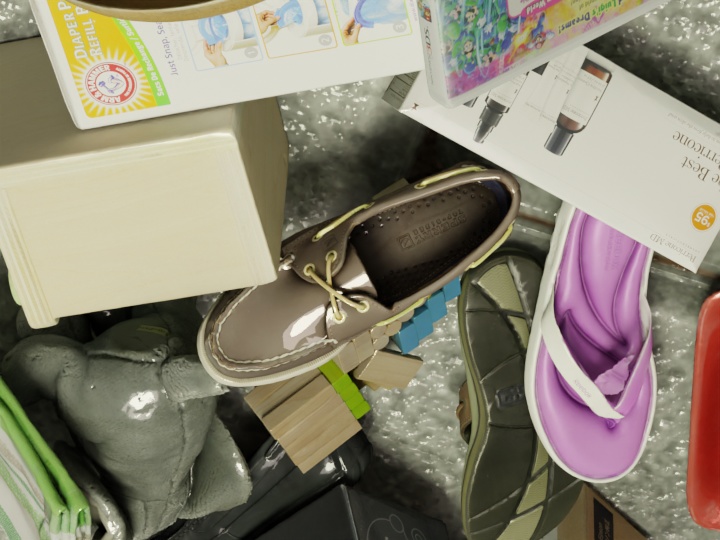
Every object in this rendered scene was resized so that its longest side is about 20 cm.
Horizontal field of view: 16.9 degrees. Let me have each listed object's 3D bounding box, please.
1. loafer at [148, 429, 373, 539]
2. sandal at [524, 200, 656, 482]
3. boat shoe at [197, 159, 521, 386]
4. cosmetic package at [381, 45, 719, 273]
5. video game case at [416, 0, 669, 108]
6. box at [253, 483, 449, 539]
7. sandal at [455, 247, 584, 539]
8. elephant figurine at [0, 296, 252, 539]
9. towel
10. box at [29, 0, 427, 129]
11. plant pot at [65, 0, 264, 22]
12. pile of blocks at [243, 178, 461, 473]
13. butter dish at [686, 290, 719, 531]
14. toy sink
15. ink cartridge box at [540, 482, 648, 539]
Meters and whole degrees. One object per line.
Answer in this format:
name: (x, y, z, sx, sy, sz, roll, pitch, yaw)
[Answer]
loafer: (-0.080, 0.140, 1.530, 0.200, 0.068, 0.071, -34, 97, 29)
sandal: (0.140, 0.038, 1.421, 0.082, 0.050, 0.204, -7, 113, -10)
boat shoe: (0.000, 0.000, 1.337, 0.199, 0.060, 0.072, -27, 88, -9)
cosmetic package: (0.119, -0.081, 1.345, 0.199, 0.051, 0.083, 27, 98, -17)
video game case: (0.108, -0.199, 1.226, 0.199, 0.024, 0.183, -28, 130, -23)
box: (-0.038, 0.239, 1.507, 0.200, 0.123, 0.106, -35, 142, 27)
sandal: (0.093, 0.078, 1.482, 0.079, 0.057, 0.202, -7, 110, -15)
elephant figurine: (-0.134, 0.111, 1.459, 0.140, 0.155, 0.201, -4, 119, 3)
towel: (-0.209, 0.117, 1.431, 0.031, 0.149, 0.200, -33, 164, -17)
box: (-0.064, -0.160, 1.273, 0.199, 0.113, 0.102, -10, 128, 8)
plant pot: (-0.076, -0.187, 1.203, 0.199, 0.201, 0.028, -10, 136, 9)
pile of blocks: (0.001, 0.024, 1.439, 0.082, 0.062, 0.200, 19, 113, -50)
butter dish: (0.300, 0.119, 1.443, 0.198, 0.148, 0.200, -1, 127, 2)
toy sink: (-0.148, -0.053, 1.346, 0.199, 0.131, 0.113, -9, 126, 8)
ink cartridge box: (0.090, 0.253, 1.539, 0.200, 0.165, 0.075, -37, 116, 25)
